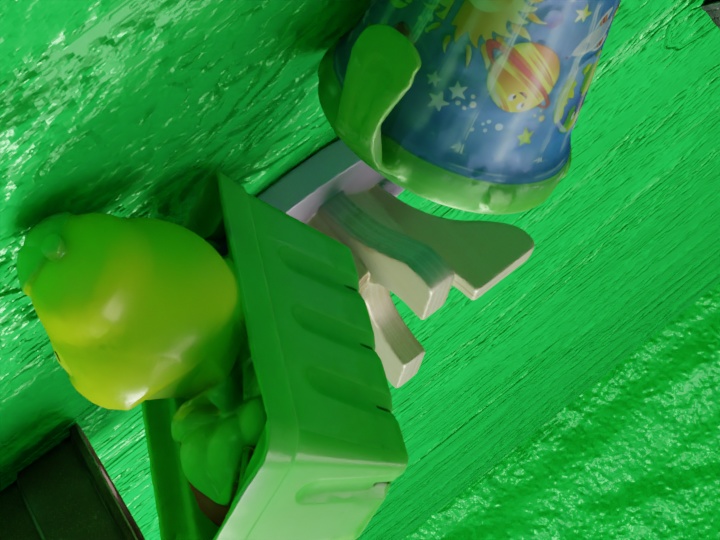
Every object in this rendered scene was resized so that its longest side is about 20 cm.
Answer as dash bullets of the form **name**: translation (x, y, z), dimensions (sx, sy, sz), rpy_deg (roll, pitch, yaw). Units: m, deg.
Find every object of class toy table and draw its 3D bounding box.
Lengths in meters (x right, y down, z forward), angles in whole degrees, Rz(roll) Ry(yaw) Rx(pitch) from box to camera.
- **toy table**: translation (0.000, 0.000, 1.066), dimensions (0.200, 0.117, 0.184), rpy_deg (-39, 166, -6)

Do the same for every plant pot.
- **plant pot**: translation (-0.218, 0.231, 1.103), dimensions (0.198, 0.200, 0.200), rpy_deg (-28, 164, -10)

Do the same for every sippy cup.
- **sippy cup**: translation (0.063, -0.119, 0.855), dimensions (0.178, 0.139, 0.130), rpy_deg (-85, -163, -52)

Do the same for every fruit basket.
- **fruit basket**: translation (-0.091, 0.047, 0.884), dimensions (0.215, 0.216, 0.156), rpy_deg (-23, 152, -49)

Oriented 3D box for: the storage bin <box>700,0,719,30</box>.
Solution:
- **storage bin**: translation (0.343, -0.202, 1.247), dimensions (0.135, 0.094, 0.200), rpy_deg (-40, -175, 1)
